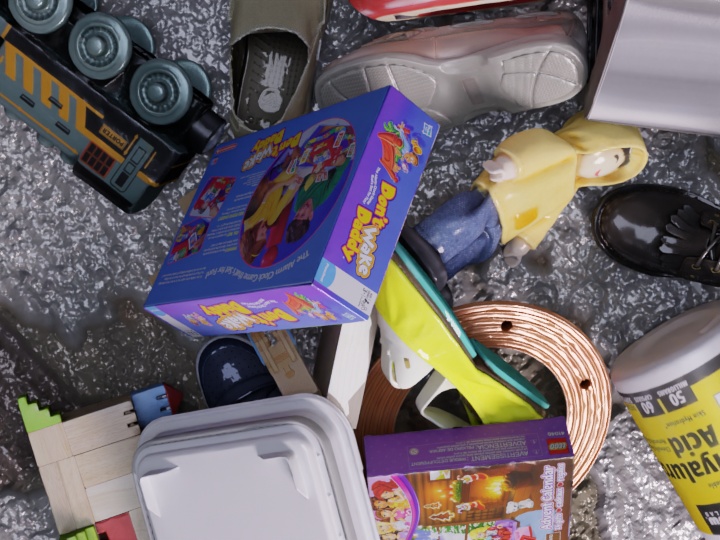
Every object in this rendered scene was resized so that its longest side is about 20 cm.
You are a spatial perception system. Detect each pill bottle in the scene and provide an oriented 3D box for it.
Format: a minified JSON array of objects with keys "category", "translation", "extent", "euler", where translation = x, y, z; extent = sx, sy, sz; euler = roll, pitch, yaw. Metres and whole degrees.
[{"category":"pill bottle","translation":[0.275,0.131,0.836],"extent":[0.111,0.111,0.201],"euler":[-32,92,1]}]

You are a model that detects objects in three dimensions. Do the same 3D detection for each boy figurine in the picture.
[{"category":"boy figurine","translation":[0.117,-0.048,0.832],"extent":[0.199,0.125,0.064],"euler":[-32,56,-13]}]

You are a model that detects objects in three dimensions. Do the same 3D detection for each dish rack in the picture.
[{"category":"dish rack","translation":[-0.068,0.190,0.762],"extent":[0.171,0.044,0.201],"euler":[-12,97,25]}]

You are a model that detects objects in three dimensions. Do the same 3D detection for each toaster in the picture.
[{"category":"toaster","translation":[0.220,-0.193,0.764],"extent":[0.118,0.181,0.201],"euler":[5,68,4]}]

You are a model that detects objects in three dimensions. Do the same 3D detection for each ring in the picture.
[{"category":"ring","translation":[0.087,0.110,0.848],"extent":[0.199,0.019,0.202],"euler":[-4,116,-8]}]

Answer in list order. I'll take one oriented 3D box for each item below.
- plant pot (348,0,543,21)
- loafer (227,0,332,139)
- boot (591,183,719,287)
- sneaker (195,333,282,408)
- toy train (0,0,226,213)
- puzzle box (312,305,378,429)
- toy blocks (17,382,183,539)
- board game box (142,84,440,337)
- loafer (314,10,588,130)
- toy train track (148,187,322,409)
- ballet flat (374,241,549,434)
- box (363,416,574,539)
[{"category":"plant pot","translation":[0.072,-0.268,0.777],"extent":[0.199,0.200,0.184],"euler":[-9,100,0]},{"category":"loafer","translation":[-0.058,-0.178,0.839],"extent":[0.075,0.068,0.202],"euler":[2,92,-1]},{"category":"boot","translation":[0.270,-0.014,0.798],"extent":[0.199,0.174,0.070],"euler":[16,92,-2]},{"category":"sneaker","translation":[-0.058,0.137,0.832],"extent":[0.070,0.109,0.201],"euler":[-30,93,2]},{"category":"toy train","translation":[-0.196,-0.133,0.836],"extent":[0.200,0.085,0.114],"euler":[37,101,-2]},{"category":"puzzle box","translation":[0.000,0.000,0.815],"extent":[0.025,0.133,0.202],"euler":[12,93,-6]},{"category":"toy blocks","translation":[-0.153,0.165,0.850],"extent":[0.136,0.100,0.201],"euler":[-18,94,-12]},{"category":"board game box","translation":[-0.050,-0.031,0.741],"extent":[0.045,0.199,0.135],"euler":[34,66,-30]},{"category":"loafer","translation":[0.066,-0.147,0.842],"extent":[0.198,0.063,0.072],"euler":[-4,135,19]},{"category":"toy train track","translation":[-0.078,0.020,0.828],"extent":[0.114,0.033,0.201],"euler":[-32,57,-1]},{"category":"ballet flat","translation":[0.053,0.060,0.758],"extent":[0.067,0.067,0.200],"euler":[-41,127,6]},{"category":"box","translation":[0.076,0.190,0.817],"extent":[0.136,0.039,0.201],"euler":[-6,130,0]}]
